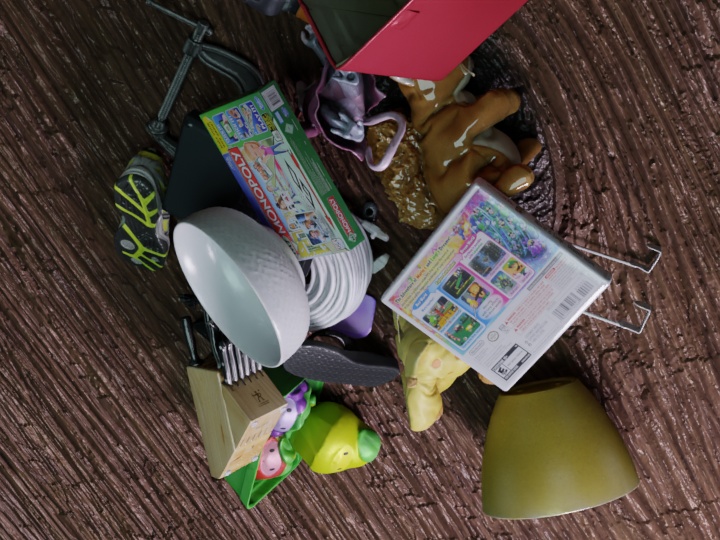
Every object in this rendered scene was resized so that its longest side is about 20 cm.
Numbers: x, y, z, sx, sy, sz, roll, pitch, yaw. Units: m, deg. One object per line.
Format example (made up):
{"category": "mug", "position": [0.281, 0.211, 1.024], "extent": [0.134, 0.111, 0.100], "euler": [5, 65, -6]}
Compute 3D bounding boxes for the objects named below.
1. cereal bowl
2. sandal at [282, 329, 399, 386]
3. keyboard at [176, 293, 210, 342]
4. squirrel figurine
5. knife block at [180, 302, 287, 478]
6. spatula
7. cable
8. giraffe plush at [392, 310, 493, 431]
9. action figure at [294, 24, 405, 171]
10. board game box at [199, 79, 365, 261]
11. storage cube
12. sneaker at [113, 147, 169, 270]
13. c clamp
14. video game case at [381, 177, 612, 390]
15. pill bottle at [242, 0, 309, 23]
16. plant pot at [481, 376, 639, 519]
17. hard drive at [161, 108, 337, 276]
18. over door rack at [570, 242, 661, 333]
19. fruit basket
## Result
{"category": "cereal bowl", "position": [-0.125, 0.009, 1.518], "extent": [0.200, 0.083, 0.200], "euler": [42, 153, 27]}
{"category": "sandal", "position": [-0.031, 0.110, 1.684], "extent": [0.075, 0.048, 0.200], "euler": [-31, 150, 30]}
{"category": "keyboard", "position": [-0.169, 0.064, 1.707], "extent": [0.127, 0.021, 0.200], "euler": [44, 153, -19]}
{"category": "squirrel figurine", "position": [0.082, -0.155, 1.476], "extent": [0.200, 0.142, 0.187], "euler": [-29, 103, 28]}
{"category": "knife block", "position": [-0.178, 0.141, 1.666], "extent": [0.176, 0.064, 0.200], "euler": [50, 138, 20]}
{"category": "spatula", "position": [0.000, 0.000, 1.667], "extent": [0.056, 0.021, 0.200], "euler": [16, 124, 9]}
{"category": "cable", "position": [-0.083, -0.014, 1.642], "extent": [0.200, 0.069, 0.200], "euler": [36, 126, 4]}
{"category": "giraffe plush", "position": [0.127, 0.089, 1.605], "extent": [0.162, 0.173, 0.200], "euler": [-8, 153, 0]}
{"category": "action figure", "position": [-0.027, -0.192, 1.477], "extent": [0.149, 0.200, 0.134], "euler": [32, 82, -11]}
{"category": "board game box", "position": [-0.089, -0.105, 1.463], "extent": [0.134, 0.029, 0.200], "euler": [-11, 114, 54]}
{"category": "storage cube", "position": [0.050, -0.312, 1.317], "extent": [0.200, 0.180, 0.171], "euler": [-41, 69, 32]}
{"category": "sneaker", "position": [-0.269, -0.073, 1.677], "extent": [0.075, 0.077, 0.200], "euler": [19, 144, 1]}
{"category": "c clamp", "position": [-0.202, -0.213, 1.593], "extent": [0.170, 0.027, 0.200], "euler": [22, 124, -4]}
{"category": "video game case", "position": [0.147, 0.019, 1.456], "extent": [0.182, 0.024, 0.200], "euler": [36, 126, -3]}
{"category": "pill bottle", "position": [-0.117, -0.349, 1.427], "extent": [0.200, 0.106, 0.106], "euler": [31, 125, -5]}
{"category": "plant pot", "position": [0.236, 0.214, 1.648], "extent": [0.199, 0.200, 0.142], "euler": [-12, 91, 24]}
{"category": "hard drive", "position": [-0.136, -0.088, 1.567], "extent": [0.200, 0.033, 0.140], "euler": [28, 125, 11]}
{"category": "over door rack", "position": [0.240, 0.017, 1.526], "extent": [0.199, 0.148, 0.067], "euler": [10, 123, 12]}
{"category": "fruit basket", "position": [-0.084, 0.224, 1.773], "extent": [0.215, 0.155, 0.216], "euler": [16, 122, 28]}
